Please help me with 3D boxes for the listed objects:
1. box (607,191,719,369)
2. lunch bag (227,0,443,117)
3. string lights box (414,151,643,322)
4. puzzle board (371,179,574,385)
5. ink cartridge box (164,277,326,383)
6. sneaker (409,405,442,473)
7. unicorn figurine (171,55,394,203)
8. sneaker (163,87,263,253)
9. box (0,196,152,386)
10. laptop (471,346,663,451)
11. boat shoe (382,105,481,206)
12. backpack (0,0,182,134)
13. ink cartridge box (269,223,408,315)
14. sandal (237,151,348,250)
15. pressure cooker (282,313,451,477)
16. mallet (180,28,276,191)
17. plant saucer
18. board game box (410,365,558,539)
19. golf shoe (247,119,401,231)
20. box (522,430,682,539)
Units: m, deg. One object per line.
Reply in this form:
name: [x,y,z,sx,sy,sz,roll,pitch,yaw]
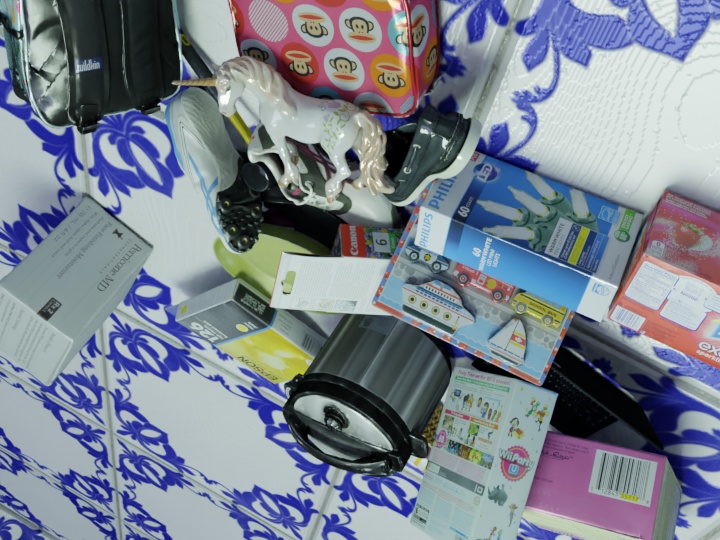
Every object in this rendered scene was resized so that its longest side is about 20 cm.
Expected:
box: [0.345,0.025,0.776,0.198,0.096,0.100,25,142,11]
lunch bag: [-0.024,-0.218,0.794,0.198,0.082,0.177,14,139,22]
string lights box: [0.165,-0.040,0.831,0.198,0.103,0.059,23,143,13]
puzzle board: [0.130,0.009,0.884,0.198,0.152,0.017,25,176,11]
ink cartridge box: [-0.166,0.100,1.228,0.197,0.047,0.199,37,142,-29]
sneaker: [0.103,0.262,1.229,0.089,0.075,0.201,-2,124,47]
unicorn figurine: [-0.062,-0.138,0.811,0.197,0.074,0.138,5,136,12]
sneaker: [-0.172,-0.112,0.982,0.072,0.071,0.202,-26,84,48]
box: [-0.440,0.034,1.261,0.130,0.200,0.200,38,141,-8]
laptop: [0.233,0.155,0.988,0.177,0.104,0.200,37,141,-3]
boat shoe: [0.046,-0.114,0.822,0.066,0.075,0.199,24,172,-14]
backpack: [-0.275,-0.267,0.844,0.151,0.176,0.202,46,144,32]
ink cartridge box: [0.000,0.000,0.959,0.197,0.051,0.109,4,143,-13]
sandal: [-0.097,-0.080,1.019,0.199,0.048,0.076,29,142,6]
pressure cooker: [0.005,0.164,1.079,0.179,0.201,0.175,46,143,-15]
mallet: [-0.144,-0.188,0.956,0.041,0.066,0.201,-24,100,41]
plant saucer: [-0.092,-0.006,1.074,0.198,0.031,0.201,17,155,8]
board game box: [0.139,0.222,0.981,0.064,0.202,0.147,20,173,-21]
golf shoe: [-0.043,-0.093,0.937,0.200,0.088,0.077,41,140,-12]
box: [0.287,0.274,1.024,0.174,0.098,0.200,8,159,29]
